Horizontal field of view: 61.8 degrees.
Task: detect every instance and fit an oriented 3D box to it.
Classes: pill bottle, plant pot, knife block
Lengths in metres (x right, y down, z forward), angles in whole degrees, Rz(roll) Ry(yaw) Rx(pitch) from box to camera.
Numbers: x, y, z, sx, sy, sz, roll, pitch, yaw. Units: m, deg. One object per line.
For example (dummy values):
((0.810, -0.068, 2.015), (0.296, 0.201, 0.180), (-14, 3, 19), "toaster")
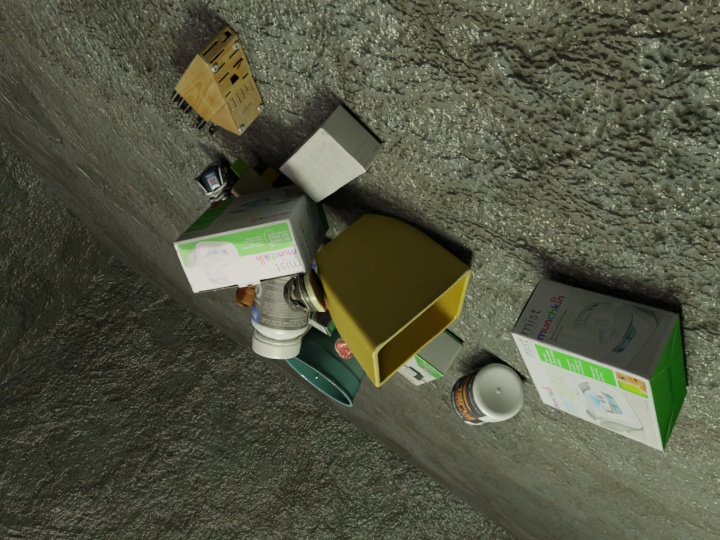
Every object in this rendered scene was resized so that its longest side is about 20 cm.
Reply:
((-0.149, 0.057, 1.150), (0.112, 0.203, 0.114), (9, -167, -2), "pill bottle")
((-0.045, 0.177, 1.404), (0.199, 0.197, 0.201), (33, 161, 13), "plant pot")
((-0.237, -0.285, 0.900), (0.174, 0.064, 0.201), (28, 159, 22), "knife block")
((0.246, 0.255, 1.216), (0.106, 0.107, 0.200), (35, 160, 4), "pill bottle")
((0.034, 0.028, 0.969), (0.200, 0.195, 0.195), (47, 165, 21), "plant pot")

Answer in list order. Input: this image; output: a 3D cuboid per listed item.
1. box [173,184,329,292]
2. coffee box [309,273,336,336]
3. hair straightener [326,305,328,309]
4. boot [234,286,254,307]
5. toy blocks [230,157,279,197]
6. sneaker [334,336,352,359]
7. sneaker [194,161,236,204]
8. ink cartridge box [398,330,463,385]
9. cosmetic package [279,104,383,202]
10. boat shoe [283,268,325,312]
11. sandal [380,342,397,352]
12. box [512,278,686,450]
((-0.170, -0.056, 0.984), (0.197, 0.177, 0.098), (-9, 114, 15), "box")
((-0.113, 0.049, 1.351), (0.199, 0.123, 0.044), (28, 160, 29), "coffee box")
((-0.008, 0.051, 1.219), (0.198, 0.078, 0.041), (12, 137, -26), "hair straightener")
((-0.244, 0.004, 1.413), (0.076, 0.156, 0.200), (31, 162, -12), "boot")
((-0.173, -0.119, 1.149), (0.200, 0.100, 0.137), (42, 172, -11), "toy blocks")
((-0.010, 0.115, 1.250), (0.082, 0.200, 0.078), (42, 117, 4), "sneaker")
((-0.266, -0.131, 1.172), (0.109, 0.069, 0.201), (58, -171, -46), "sneaker")
((0.110, 0.160, 1.269), (0.146, 0.083, 0.200), (37, 161, 2), "ink cartridge box")
((-0.048, -0.162, 0.869), (0.082, 0.051, 0.200), (40, 161, -15), "cosmetic package")
((-0.094, 0.040, 0.987), (0.200, 0.064, 0.074), (109, 145, -84), "boat shoe")
((0.074, 0.121, 1.099), (0.080, 0.199, 0.058), (37, 125, 37), "sandal")
((0.316, 0.121, 0.789), (0.175, 0.097, 0.201), (18, 154, 40), "box")
